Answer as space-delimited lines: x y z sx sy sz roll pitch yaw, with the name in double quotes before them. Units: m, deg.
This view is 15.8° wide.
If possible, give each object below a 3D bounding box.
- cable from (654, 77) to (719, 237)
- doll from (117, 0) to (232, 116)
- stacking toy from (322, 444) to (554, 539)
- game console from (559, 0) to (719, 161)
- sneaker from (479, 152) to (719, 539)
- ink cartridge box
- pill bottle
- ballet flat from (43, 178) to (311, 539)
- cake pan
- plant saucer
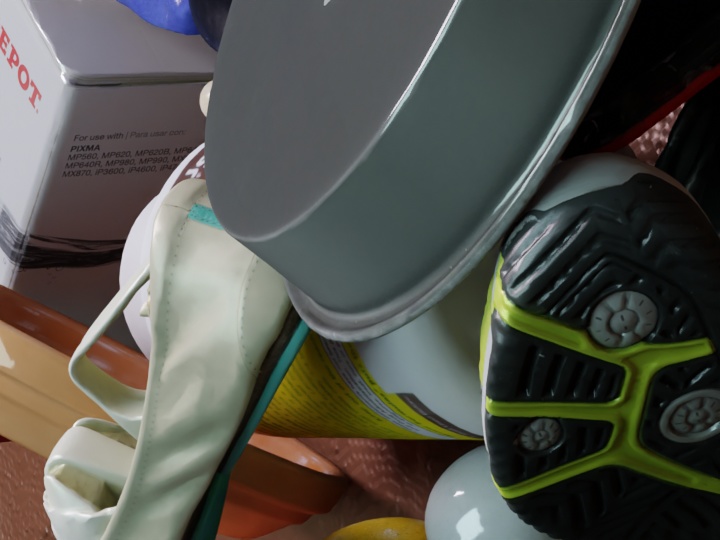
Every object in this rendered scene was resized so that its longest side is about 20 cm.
"cable" 0.129 -0.067 0.717 0.097 0.050 0.201 -137 62 -68
"doll" -0.038 -0.120 0.903 0.200 0.048 0.138 26 106 53
"stacking toy" 0.005 0.132 0.850 0.200 0.145 0.147 -56 48 30
"game console" 0.061 -0.136 0.681 0.119 0.172 0.200 56 173 -20
"sneaker" 0.069 0.031 0.674 0.200 0.075 0.077 68 -173 -52
"ink cartridge box" -0.135 -0.050 1.072 0.145 0.083 0.201 58 140 36
"pill bottle" 0.000 0.000 0.844 0.199 0.109 0.110 -5 90 57
"ballet flat" -0.063 0.051 0.794 0.070 0.069 0.201 58 141 35
"cake pan" 0.015 -0.081 0.661 0.200 0.037 0.201 -50 27 38
"plant saucer" -0.100 0.045 0.929 0.200 0.199 0.038 27 90 53
